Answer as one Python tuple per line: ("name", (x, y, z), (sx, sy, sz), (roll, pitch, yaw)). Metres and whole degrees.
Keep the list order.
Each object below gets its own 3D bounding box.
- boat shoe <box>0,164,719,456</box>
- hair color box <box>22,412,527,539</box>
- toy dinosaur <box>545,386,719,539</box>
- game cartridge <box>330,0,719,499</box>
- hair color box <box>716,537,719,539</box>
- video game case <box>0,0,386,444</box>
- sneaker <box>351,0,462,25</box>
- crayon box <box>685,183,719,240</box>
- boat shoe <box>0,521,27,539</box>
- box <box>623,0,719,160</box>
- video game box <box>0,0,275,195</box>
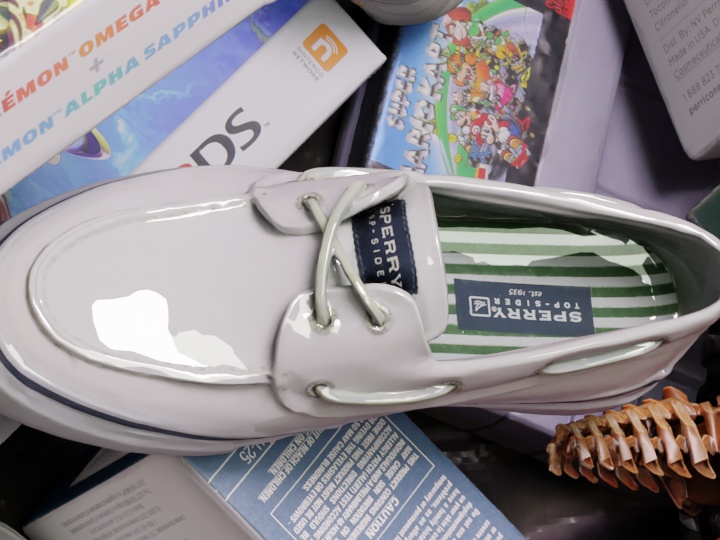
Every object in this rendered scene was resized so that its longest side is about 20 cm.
("boat shoe", (0.000, 0.000, 0.739), (0.199, 0.067, 0.074), (-4, 72, -28))
("hair color box", (0.012, 0.109, 0.809), (0.200, 0.100, 0.061), (47, 58, -9))
("toy dinosaur", (0.123, 0.088, 0.878), (0.199, 0.102, 0.137), (15, 63, -21))
("game cartridge", (0.058, -0.045, 0.915), (0.129, 0.038, 0.201), (24, 66, -24))
("hair color box", (0.106, 0.129, 0.756), (0.199, 0.064, 0.111), (-32, 91, -29))
("video game case", (-0.118, -0.073, 0.825), (0.200, 0.045, 0.181), (48, 60, -7))
("sneaker", (-0.025, -0.152, 0.883), (0.075, 0.092, 0.201), (-23, 61, 0))
("crayon box", (0.197, -0.002, 0.878), (0.200, 0.127, 0.051), (37, 15, -46))
("boat shoe", (-0.064, 0.132, 0.781), (0.072, 0.068, 0.200), (-41, 96, -30))
("box", (0.149, -0.152, 0.921), (0.152, 0.106, 0.201), (-9, 71, -35))
("video game box", (-0.145, -0.084, 0.713), (0.182, 0.047, 0.200), (-40, 58, -23))
